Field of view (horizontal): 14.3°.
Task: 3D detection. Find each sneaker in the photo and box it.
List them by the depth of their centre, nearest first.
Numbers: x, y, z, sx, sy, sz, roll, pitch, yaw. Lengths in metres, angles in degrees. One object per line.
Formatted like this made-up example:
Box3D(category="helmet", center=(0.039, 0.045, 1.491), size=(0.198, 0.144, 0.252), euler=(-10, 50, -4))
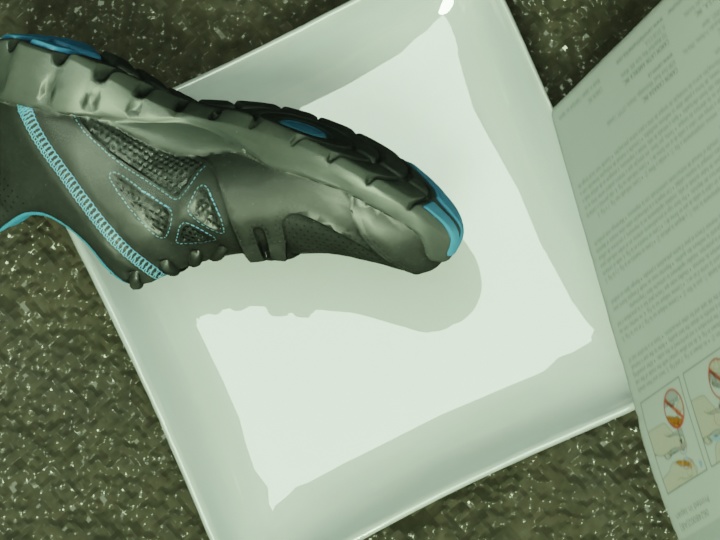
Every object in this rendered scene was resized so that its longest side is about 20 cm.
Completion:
Box3D(category="sneaker", center=(-0.058, -0.029, 1.121), size=(0.199, 0.073, 0.082), euler=(18, 99, 12))

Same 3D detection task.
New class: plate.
Box3D(category="plate", center=(0.000, 0.000, 1.155), size=(0.200, 0.032, 0.200), euler=(-26, 81, -1))

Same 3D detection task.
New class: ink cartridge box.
Box3D(category="ink cartridge box", center=(0.145, -0.003, 1.057), size=(0.047, 0.160, 0.201), euler=(-9, 74, -25))
